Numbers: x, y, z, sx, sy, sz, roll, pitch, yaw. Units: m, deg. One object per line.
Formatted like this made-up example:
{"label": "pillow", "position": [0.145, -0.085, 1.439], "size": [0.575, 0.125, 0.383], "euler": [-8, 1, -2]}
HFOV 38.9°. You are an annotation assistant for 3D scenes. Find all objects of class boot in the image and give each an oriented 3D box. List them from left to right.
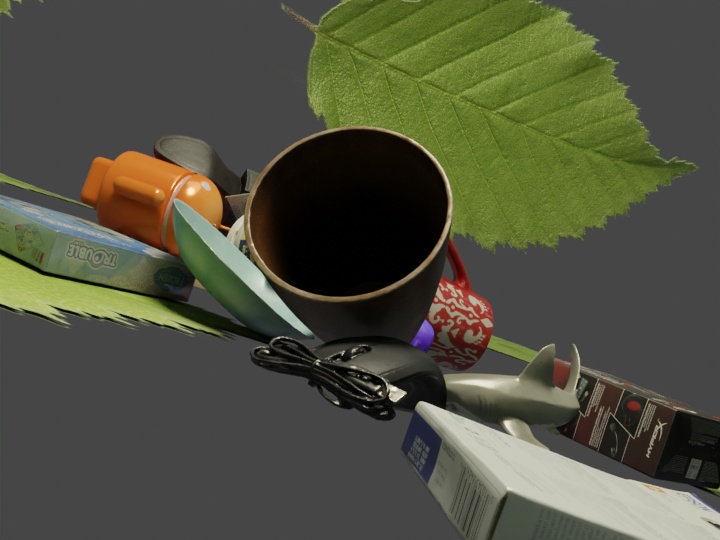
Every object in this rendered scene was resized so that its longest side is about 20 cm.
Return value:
{"label": "boot", "position": [-0.240, -0.091, 1.476], "size": [0.186, 0.200, 0.069], "euler": [19, 46, -23]}

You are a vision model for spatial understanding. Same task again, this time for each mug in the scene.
{"label": "mug", "position": [0.084, 0.039, 1.363], "size": [0.198, 0.178, 0.134], "euler": [24, 26, -28]}

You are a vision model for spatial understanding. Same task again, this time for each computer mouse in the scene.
{"label": "computer mouse", "position": [0.015, 0.082, 0.850], "size": [0.137, 0.053, 0.199], "euler": [19, 1, 31]}

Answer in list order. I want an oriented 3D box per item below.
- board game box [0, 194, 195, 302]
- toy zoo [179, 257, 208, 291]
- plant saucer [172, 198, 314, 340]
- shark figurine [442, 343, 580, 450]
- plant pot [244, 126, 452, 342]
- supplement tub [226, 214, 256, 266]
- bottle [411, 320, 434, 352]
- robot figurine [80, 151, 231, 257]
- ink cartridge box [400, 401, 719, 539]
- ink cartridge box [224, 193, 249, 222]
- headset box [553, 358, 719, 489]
{"label": "board game box", "position": [-0.301, -0.030, 1.037], "size": [0.198, 0.044, 0.199], "euler": [22, 2, 32]}
{"label": "toy zoo", "position": [-0.267, -0.013, 1.339], "size": [0.130, 0.021, 0.200], "euler": [19, 1, -20]}
{"label": "plant saucer", "position": [-0.130, 0.010, 1.036], "size": [0.201, 0.039, 0.201], "euler": [46, 1, -1]}
{"label": "shark figurine", "position": [0.177, 0.110, 0.984], "size": [0.213, 0.091, 0.128], "euler": [5, 14, -43]}
{"label": "plant pot", "position": [0.000, 0.000, 0.977], "size": [0.185, 0.188, 0.201], "euler": [20, -28, 19]}
{"label": "supplement tub", "position": [-0.073, -0.017, 1.291], "size": [0.144, 0.147, 0.199], "euler": [18, -9, -37]}
{"label": "bottle", "position": [-0.013, 0.038, 1.154], "size": [0.199, 0.066, 0.084], "euler": [33, -2, -10]}
{"label": "robot figurine", "position": [-0.268, -0.087, 1.355], "size": [0.198, 0.117, 0.145], "euler": [19, -44, 11]}
{"label": "ink cartridge box", "position": [0.133, 0.138, 0.550], "size": [0.198, 0.041, 0.200], "euler": [20, 1, -8]}
{"label": "ink cartridge box", "position": [-0.063, -0.048, 1.424], "size": [0.198, 0.044, 0.198], "euler": [-4, -51, 25]}
{"label": "headset box", "position": [0.283, 0.160, 1.110], "size": [0.148, 0.076, 0.199], "euler": [18, 2, -42]}
